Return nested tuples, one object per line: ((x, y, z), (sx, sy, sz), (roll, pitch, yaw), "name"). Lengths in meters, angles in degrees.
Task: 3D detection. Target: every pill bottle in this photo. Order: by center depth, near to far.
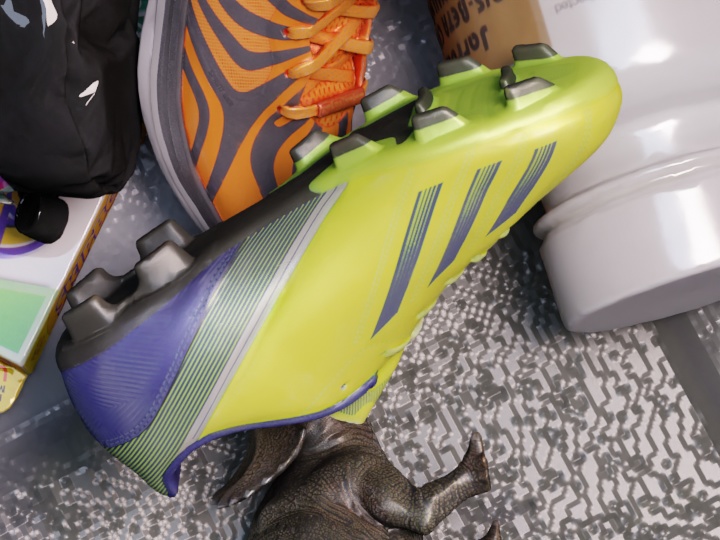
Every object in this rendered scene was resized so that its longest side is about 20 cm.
((0.081, -0.087, 0.943), (0.114, 0.114, 0.201), (-16, 81, -3), "pill bottle")

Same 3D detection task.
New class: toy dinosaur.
((-0.004, 0.108, 0.917), (0.102, 0.077, 0.201), (-6, 59, 6), "toy dinosaur")

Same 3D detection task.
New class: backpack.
((-0.175, -0.100, 0.918), (0.199, 0.127, 0.168), (1, 82, 7), "backpack")

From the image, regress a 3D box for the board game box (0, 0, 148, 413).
((-0.122, -0.058, 0.985), (0.095, 0.030, 0.201), (24, 84, 5), "board game box")

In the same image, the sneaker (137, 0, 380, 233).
((-0.012, -0.085, 0.911), (0.077, 0.112, 0.201), (-31, 123, -41), "sneaker")

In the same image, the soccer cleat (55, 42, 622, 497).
((0.000, 0.000, 0.886), (0.199, 0.065, 0.084), (-30, 104, 8), "soccer cleat")
